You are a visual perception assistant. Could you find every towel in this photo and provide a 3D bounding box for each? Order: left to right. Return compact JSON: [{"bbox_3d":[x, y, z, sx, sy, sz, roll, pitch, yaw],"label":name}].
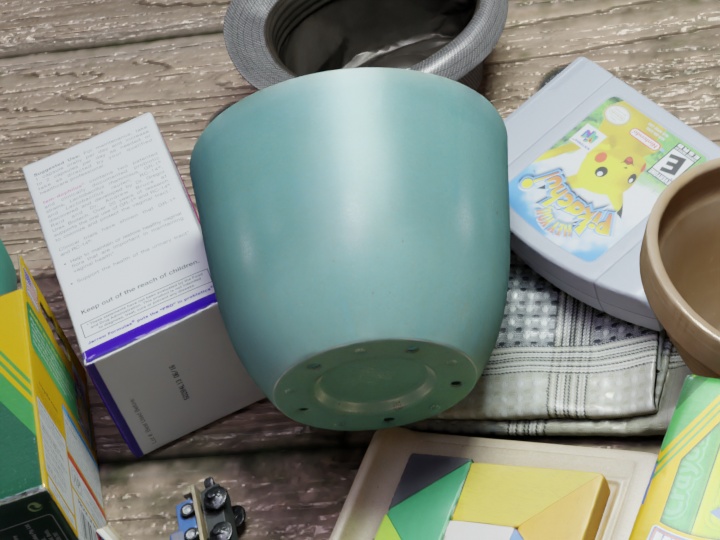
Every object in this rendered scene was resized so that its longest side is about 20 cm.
[{"bbox_3d":[0.128,0.021,1.478,0.198,0.035,0.194,-1,49,19],"label":"towel"}]

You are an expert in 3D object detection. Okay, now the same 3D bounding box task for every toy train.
[{"bbox_3d":[-0.084,0.208,1.392,0.046,0.034,0.201,-26,45,14],"label":"toy train"}]

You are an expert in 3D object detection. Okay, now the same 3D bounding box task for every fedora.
[{"bbox_3d":[0.009,-0.151,1.637,0.199,0.091,0.177,-24,47,-10],"label":"fedora"}]

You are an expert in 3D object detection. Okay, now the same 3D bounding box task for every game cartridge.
[{"bbox_3d":[0.157,-0.049,1.485,0.133,0.041,0.200,-43,49,-9],"label":"game cartridge"}]

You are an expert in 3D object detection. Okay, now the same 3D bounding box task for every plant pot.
[{"bbox_3d":[0.000,0.000,1.410,0.199,0.201,0.162,-12,62,10],"label":"plant pot"},{"bbox_3d":[0.256,0.028,1.362,0.199,0.093,0.202,5,41,-4],"label":"plant pot"}]

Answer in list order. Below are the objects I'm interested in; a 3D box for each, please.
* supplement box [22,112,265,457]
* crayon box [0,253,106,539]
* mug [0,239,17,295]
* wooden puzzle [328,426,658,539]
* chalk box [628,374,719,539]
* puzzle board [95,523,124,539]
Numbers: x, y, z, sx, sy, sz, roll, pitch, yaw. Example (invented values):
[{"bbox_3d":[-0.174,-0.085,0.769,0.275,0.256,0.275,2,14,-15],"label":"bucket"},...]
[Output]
[{"bbox_3d":[-0.145,0.006,1.546,0.103,0.102,0.201,-25,46,-2],"label":"supplement box"},{"bbox_3d":[-0.206,0.106,1.463,0.051,0.126,0.201,-18,45,4],"label":"crayon box"},{"bbox_3d":[-0.315,-0.006,1.611,0.184,0.115,0.153,6,52,25],"label":"mug"},{"bbox_3d":[0.071,0.172,1.361,0.198,0.037,0.186,6,52,25],"label":"wooden puzzle"},{"bbox_3d":[0.213,0.176,1.243,0.124,0.124,0.201,6,52,25],"label":"chalk box"},{"bbox_3d":[-0.078,0.237,1.230,0.017,0.201,0.151,-36,56,-19],"label":"puzzle board"}]
